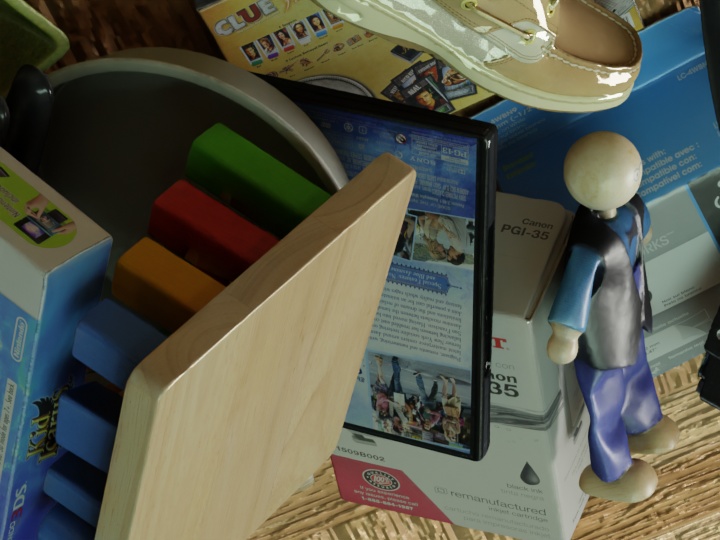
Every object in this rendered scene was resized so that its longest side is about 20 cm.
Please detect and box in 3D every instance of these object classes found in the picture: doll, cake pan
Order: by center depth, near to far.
[{"bbox_3d":[-0.087,-0.029,1.203,0.199,0.037,0.201,12,131,14],"label":"cake pan"},{"bbox_3d":[0.130,0.016,1.249,0.048,0.137,0.201,6,127,24],"label":"doll"}]

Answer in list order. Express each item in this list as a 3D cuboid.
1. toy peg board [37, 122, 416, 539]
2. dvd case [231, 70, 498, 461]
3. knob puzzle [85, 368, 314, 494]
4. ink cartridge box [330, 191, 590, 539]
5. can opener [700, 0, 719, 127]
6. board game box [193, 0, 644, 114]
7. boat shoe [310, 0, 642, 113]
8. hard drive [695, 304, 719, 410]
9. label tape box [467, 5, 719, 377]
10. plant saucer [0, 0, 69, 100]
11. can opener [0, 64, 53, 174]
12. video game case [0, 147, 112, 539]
[{"bbox_3d":[-0.085,0.047,1.119,0.199,0.098,0.200,-42,156,-43],"label":"toy peg board"},{"bbox_3d":[0.000,0.000,1.227,0.142,0.018,0.201,13,126,19],"label":"dvd case"},{"bbox_3d":[-0.153,0.097,1.258,0.219,0.220,0.031,-12,122,-6],"label":"knob puzzle"},{"bbox_3d":[0.049,0.050,1.331,0.146,0.083,0.200,11,141,21],"label":"ink cartridge box"},{"bbox_3d":[0.179,-0.154,1.209,0.078,0.064,0.201,-3,130,22],"label":"can opener"},{"bbox_3d":[0.030,-0.137,1.217,0.199,0.035,0.136,-23,136,6],"label":"board game box"},{"bbox_3d":[0.062,-0.134,1.152,0.199,0.074,0.066,16,132,-30],"label":"boat shoe"},{"bbox_3d":[0.267,-0.014,1.333,0.139,0.038,0.201,6,108,-44],"label":"hard drive"},{"bbox_3d":[0.163,-0.035,1.339,0.143,0.066,0.200,-27,137,8],"label":"label tape box"},{"bbox_3d":[-0.275,-0.114,1.132,0.200,0.048,0.200,-36,133,17],"label":"plant saucer"},{"bbox_3d":[-0.188,-0.027,1.168,0.063,0.079,0.200,-45,172,-34],"label":"can opener"},{"bbox_3d":[-0.206,0.015,1.125,0.045,0.181,0.201,-31,149,-41],"label":"video game case"}]
